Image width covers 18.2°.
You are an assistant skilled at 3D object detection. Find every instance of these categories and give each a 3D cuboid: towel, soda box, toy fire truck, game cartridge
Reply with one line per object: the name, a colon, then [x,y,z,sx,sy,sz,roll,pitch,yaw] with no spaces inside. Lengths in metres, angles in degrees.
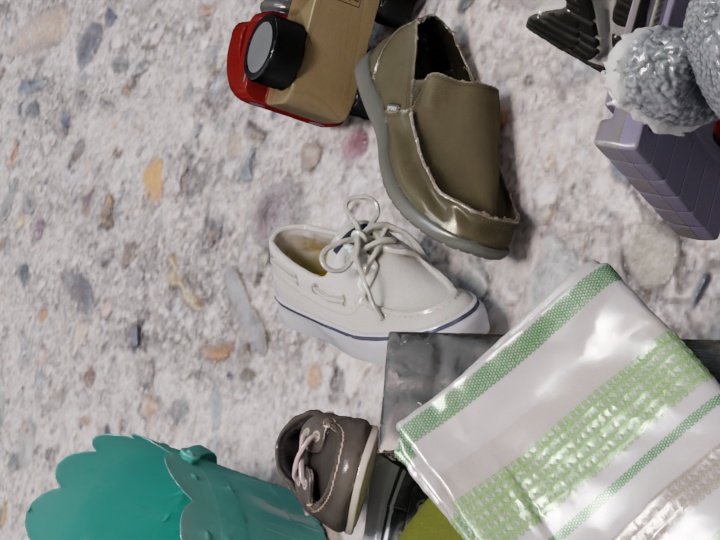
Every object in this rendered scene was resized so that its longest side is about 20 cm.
towel: [0.120,0.103,1.098,0.149,0.031,0.200,-42,55,3]
soda box: [0.113,0.073,1.181,0.198,0.063,0.071,1,75,19]
toy fire truck: [-0.060,-0.196,1.546,0.200,0.128,0.178,6,81,64]
game cartridge: [0.183,-0.130,1.179,0.038,0.129,0.202,6,72,36]

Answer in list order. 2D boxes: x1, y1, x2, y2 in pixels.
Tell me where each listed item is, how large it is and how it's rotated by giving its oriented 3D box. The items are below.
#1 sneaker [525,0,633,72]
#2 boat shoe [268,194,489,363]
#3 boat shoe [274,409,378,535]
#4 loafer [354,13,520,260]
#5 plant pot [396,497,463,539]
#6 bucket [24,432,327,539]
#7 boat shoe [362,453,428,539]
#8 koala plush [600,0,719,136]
sneaker: [0.150,-0.168,1.252,0.091,0.078,0.200,-62,-1,-12]
boat shoe: [0.003,-0.002,1.396,0.201,0.074,0.087,17,129,58]
boat shoe: [-0.024,0.117,1.335,0.200,0.056,0.068,124,161,-86]
loafer: [0.051,-0.088,1.387,0.070,0.075,0.201,-54,41,29]
plant pot: [0.057,0.221,1.197,0.186,0.187,0.201,-21,42,46]
bucket: [-0.122,0.212,1.440,0.206,0.134,0.209,-23,59,44]
boat shoe: [0.043,0.156,1.320,0.070,0.072,0.202,11,83,30]
koala plush: [0.230,-0.093,1.058,0.177,0.199,0.186,-16,65,47]
